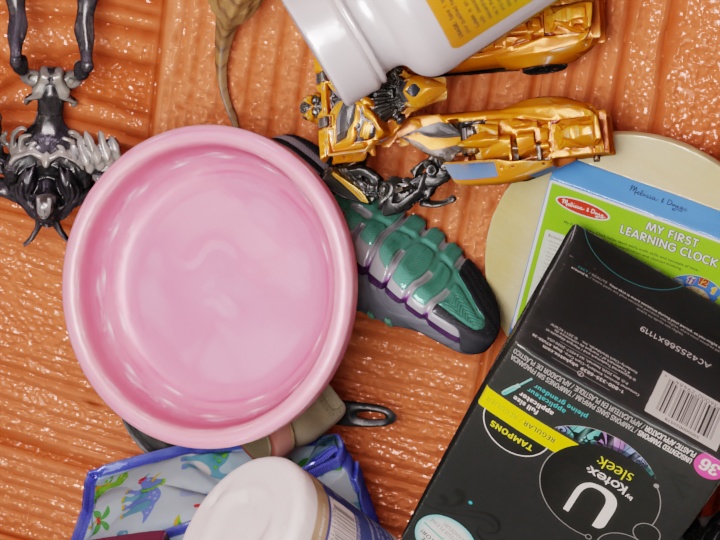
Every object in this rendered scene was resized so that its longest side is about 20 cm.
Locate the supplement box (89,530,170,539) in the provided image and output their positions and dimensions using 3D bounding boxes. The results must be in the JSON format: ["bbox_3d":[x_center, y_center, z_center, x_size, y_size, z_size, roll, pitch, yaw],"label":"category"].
[{"bbox_3d":[-0.140,0.281,1.407,0.085,0.111,0.201,-10,121,19],"label":"supplement box"}]

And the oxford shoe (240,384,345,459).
[{"bbox_3d":[-0.082,0.031,1.453,0.201,0.073,0.071,61,151,10],"label":"oxford shoe"}]

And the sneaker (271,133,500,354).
[{"bbox_3d":[0.000,0.000,1.430,0.200,0.074,0.088,40,126,10],"label":"sneaker"}]

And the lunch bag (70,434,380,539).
[{"bbox_3d":[-0.075,0.207,1.487,0.198,0.128,0.171,-16,119,11],"label":"lunch bag"}]

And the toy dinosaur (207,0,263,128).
[{"bbox_3d":[-0.080,-0.174,1.374,0.060,0.107,0.200,4,156,-14],"label":"toy dinosaur"}]

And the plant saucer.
[{"bbox_3d":[-0.090,0.010,1.379,0.199,0.051,0.202,0,90,21],"label":"plant saucer"}]

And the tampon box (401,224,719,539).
[{"bbox_3d":[0.140,0.108,1.364,0.149,0.126,0.201,29,132,4],"label":"tampon box"}]

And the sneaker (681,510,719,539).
[{"bbox_3d":[0.243,0.195,1.378,0.081,0.200,0.074,40,75,-4],"label":"sneaker"}]

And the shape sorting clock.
[{"bbox_3d":[0.175,0.005,1.389,0.198,0.039,0.201,12,123,18],"label":"shape sorting clock"}]

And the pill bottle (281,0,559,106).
[{"bbox_3d":[0.054,-0.184,1.278,0.199,0.111,0.112,-32,100,1],"label":"pill bottle"}]

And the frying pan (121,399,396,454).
[{"bbox_3d":[-0.078,0.076,1.493,0.189,0.031,0.116,-19,106,18],"label":"frying pan"}]

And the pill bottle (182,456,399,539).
[{"bbox_3d":[-0.013,0.212,1.386,0.111,0.111,0.200,-33,126,24],"label":"pill bottle"}]

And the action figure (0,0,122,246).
[{"bbox_3d":[-0.208,-0.099,1.427,0.118,0.102,0.202,3,110,2],"label":"action figure"}]

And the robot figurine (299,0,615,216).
[{"bbox_3d":[0.055,-0.112,1.353,0.198,0.058,0.146,-5,86,16],"label":"robot figurine"}]
